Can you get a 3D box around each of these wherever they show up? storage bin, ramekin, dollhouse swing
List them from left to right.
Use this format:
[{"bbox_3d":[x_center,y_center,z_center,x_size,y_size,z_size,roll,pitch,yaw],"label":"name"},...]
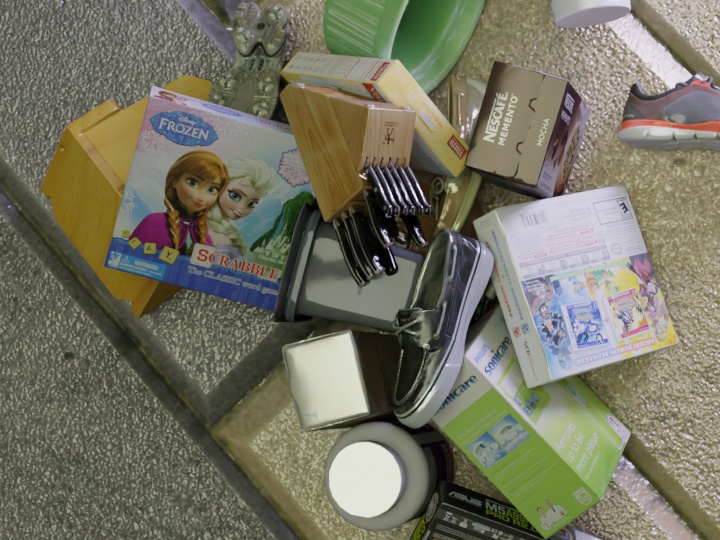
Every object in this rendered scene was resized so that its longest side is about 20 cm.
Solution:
[{"bbox_3d":[-0.230,-0.094,1.827,0.200,0.176,0.182,50,141,12],"label":"dollhouse swing"},{"bbox_3d":[0.000,0.000,1.652,0.134,0.200,0.146,15,90,4],"label":"storage bin"},{"bbox_3d":[0.048,-0.290,1.686,0.098,0.200,0.200,29,94,22],"label":"ramekin"}]

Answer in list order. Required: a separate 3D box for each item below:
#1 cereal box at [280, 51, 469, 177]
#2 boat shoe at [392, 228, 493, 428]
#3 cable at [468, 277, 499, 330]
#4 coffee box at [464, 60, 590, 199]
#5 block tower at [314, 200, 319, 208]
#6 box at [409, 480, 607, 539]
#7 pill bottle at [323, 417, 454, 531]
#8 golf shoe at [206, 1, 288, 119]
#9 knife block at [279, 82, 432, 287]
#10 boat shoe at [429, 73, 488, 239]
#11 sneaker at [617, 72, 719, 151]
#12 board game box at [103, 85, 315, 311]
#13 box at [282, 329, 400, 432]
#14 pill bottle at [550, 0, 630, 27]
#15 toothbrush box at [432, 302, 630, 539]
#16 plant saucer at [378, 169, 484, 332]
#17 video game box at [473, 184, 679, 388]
[{"bbox_3d":[0.016,-0.168,1.663,0.040,0.144,0.200,-52,32,-14],"label":"cereal box"},{"bbox_3d":[0.065,0.053,1.550,0.071,0.072,0.200,27,73,-28],"label":"boat shoe"},{"bbox_3d":[0.126,0.050,1.704,0.097,0.050,0.201,16,86,-28],"label":"cable"},{"bbox_3d":[0.177,-0.140,1.637,0.080,0.200,0.113,18,91,15],"label":"coffee box"},{"bbox_3d":[-0.129,-0.101,1.740,0.199,0.054,0.058,7,56,-13],"label":"block tower"},{"bbox_3d":[0.142,0.321,1.636,0.200,0.044,0.160,21,117,-8],"label":"box"},{"bbox_3d":[0.028,0.214,1.656,0.112,0.200,0.113,-1,86,15],"label":"pill bottle"},{"bbox_3d":[-0.119,-0.198,1.749,0.078,0.097,0.200,12,65,9],"label":"golf shoe"},{"bbox_3d":[-0.010,-0.084,1.556,0.200,0.064,0.176,23,107,48],"label":"knife block"},{"bbox_3d":[0.102,-0.117,1.699,0.063,0.073,0.201,17,75,-2],"label":"boat shoe"},{"bbox_3d":[0.373,-0.171,1.655,0.199,0.077,0.082,3,81,14],"label":"sneaker"},{"bbox_3d":[-0.153,-0.074,1.676,0.199,0.041,0.200,14,109,-9],"label":"board game box"},{"bbox_3d":[-0.010,0.118,1.671,0.078,0.200,0.095,-15,83,14],"label":"box"},{"bbox_3d":[0.233,-0.368,1.680,0.112,0.112,0.201,-9,84,14],"label":"pill bottle"},{"bbox_3d":[0.170,0.151,1.620,0.200,0.146,0.086,46,121,-1],"label":"toothbrush box"},{"bbox_3d":[0.042,-0.030,1.751,0.200,0.035,0.201,-1,87,15],"label":"plant saucer"},{"bbox_3d":[0.226,0.013,1.628,0.047,0.200,0.183,-30,75,50],"label":"video game box"}]
